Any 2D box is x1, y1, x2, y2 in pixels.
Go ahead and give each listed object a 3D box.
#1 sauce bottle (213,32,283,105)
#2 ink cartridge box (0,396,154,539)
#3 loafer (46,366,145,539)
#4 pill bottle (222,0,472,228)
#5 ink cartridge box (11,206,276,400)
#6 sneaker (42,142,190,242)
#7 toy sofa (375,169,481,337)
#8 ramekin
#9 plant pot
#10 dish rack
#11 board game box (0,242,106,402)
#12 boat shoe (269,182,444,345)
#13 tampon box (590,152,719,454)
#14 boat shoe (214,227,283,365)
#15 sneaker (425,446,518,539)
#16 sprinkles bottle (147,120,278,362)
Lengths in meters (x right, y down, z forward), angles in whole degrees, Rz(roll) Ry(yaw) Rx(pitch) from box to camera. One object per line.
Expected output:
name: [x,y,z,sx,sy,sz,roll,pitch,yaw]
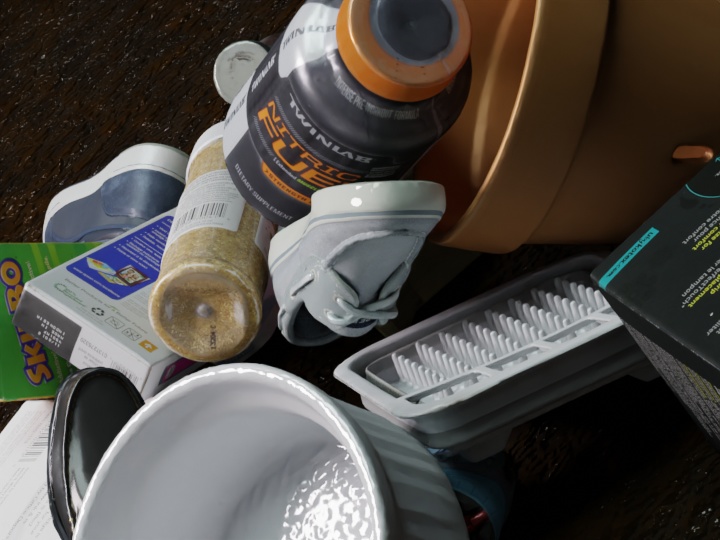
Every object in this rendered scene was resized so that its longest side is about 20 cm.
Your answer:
sauce bottle: [-0.039,-0.120,1.722,0.066,0.066,0.200,-32,-10,13]
ink cartridge box: [-0.162,0.153,1.609,0.199,0.083,0.147,-5,41,51]
loafer: [-0.122,0.145,1.462,0.072,0.201,0.072,-10,-11,-17]
pill bottle: [-0.003,-0.100,1.517,0.106,0.106,0.200,-51,2,-25]
ink cartridge box: [-0.119,0.015,1.666,0.200,0.094,0.037,-33,-28,-57]
sneaker: [-0.185,0.011,1.886,0.202,0.077,0.147,-38,34,59]
toy sofa: [0.057,-0.054,1.661,0.200,0.083,0.098,-40,26,-3]
ramekin: [-0.040,0.152,1.338,0.200,0.098,0.202,-10,74,35]
plant pot: [0.126,-0.096,1.511,0.200,0.139,0.201,-166,90,-76]
dish rack: [0.084,0.046,1.434,0.171,0.044,0.200,-25,11,-10]
board game box: [-0.183,0.031,1.701,0.030,0.096,0.200,-10,-5,30]
boat shoe: [-0.001,0.000,1.491,0.201,0.070,0.072,144,124,-69]
tampon box: [0.228,0.026,1.245,0.150,0.126,0.200,-41,26,-4]
boat shoe: [-0.087,-0.018,1.807,0.070,0.072,0.201,-29,27,20]
sneaker: [0.001,0.138,1.451,0.199,0.080,0.096,-13,21,32]
sprinkles bottle: [-0.083,-0.021,1.650,0.068,0.068,0.200,-29,22,19]
